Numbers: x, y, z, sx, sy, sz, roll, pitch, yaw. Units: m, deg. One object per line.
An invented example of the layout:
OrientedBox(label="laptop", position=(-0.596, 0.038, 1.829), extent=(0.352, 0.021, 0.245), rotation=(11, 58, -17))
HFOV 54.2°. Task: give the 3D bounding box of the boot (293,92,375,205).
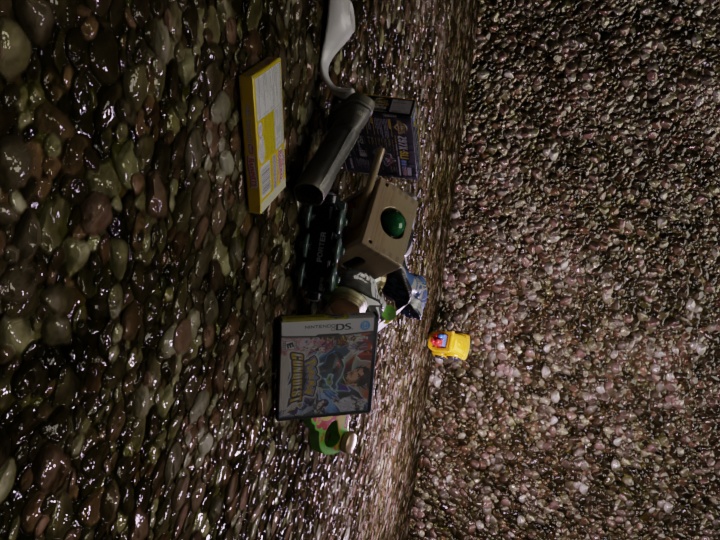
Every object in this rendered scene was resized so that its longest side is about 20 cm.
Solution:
OrientedBox(label="boot", position=(-0.054, -0.202, 1.242), extent=(0.182, 0.072, 0.201), rotation=(147, -34, -74))

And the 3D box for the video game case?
OrientedBox(label="video game case", position=(-0.061, 0.173, 1.270), extent=(0.026, 0.180, 0.201), rotation=(-129, -140, -64))

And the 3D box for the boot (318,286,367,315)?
OrientedBox(label="boot", position=(-0.062, 0.126, 1.315), extent=(0.155, 0.072, 0.200), rotation=(-60, -175, -31))

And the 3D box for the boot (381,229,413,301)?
OrientedBox(label="boot", position=(0.051, -0.008, 1.579), extent=(0.130, 0.067, 0.201), rotation=(-27, 132, -49))

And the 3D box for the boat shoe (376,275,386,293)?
OrientedBox(label="boat shoe", position=(0.000, 0.072, 1.536), extent=(0.200, 0.066, 0.074), rotation=(120, -37, -44))

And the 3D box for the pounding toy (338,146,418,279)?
OrientedBox(label="pounding toy", position=(0.015, -0.100, 1.384), extent=(0.200, 0.142, 0.185), rotation=(-26, -139, 51))

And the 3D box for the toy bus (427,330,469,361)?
OrientedBox(label="toy bus", position=(0.385, 0.341, 3.316), extent=(0.191, 0.199, 0.137), rotation=(22, 74, -40))

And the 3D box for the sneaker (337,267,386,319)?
OrientedBox(label="sneaker", position=(0.001, 0.067, 1.394), extent=(0.200, 0.066, 0.091), rotation=(56, 40, -57))

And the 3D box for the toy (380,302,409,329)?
OrientedBox(label="toy", position=(0.031, 0.118, 1.603), extent=(0.115, 0.047, 0.200), rotation=(-33, 174, -25))

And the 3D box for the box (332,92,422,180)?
OrientedBox(label="box", position=(0.038, -0.265, 1.408), extent=(0.200, 0.159, 0.050), rotation=(74, 28, -59))

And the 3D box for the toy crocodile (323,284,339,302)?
OrientedBox(label="toy crocodile", position=(-0.047, 0.086, 1.495), extent=(0.067, 0.061, 0.201), rotation=(-31, 129, -73))

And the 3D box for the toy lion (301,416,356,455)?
OrientedBox(label="toy lion", position=(-0.068, 0.296, 1.507), extent=(0.191, 0.068, 0.201), rotation=(10, 91, -60))

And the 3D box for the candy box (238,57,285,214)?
OrientedBox(label="candy box", position=(-0.138, -0.193, 1.009), extent=(0.102, 0.026, 0.201), rotation=(-65, 159, -57))

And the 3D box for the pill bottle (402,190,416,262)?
OrientedBox(label="pill bottle", position=(0.078, -0.097, 1.786), extent=(0.113, 0.113, 0.201), rotation=(-47, 144, -67))

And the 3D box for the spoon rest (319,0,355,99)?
OrientedBox(label="spoon rest", position=(-0.041, -0.402, 1.244), extent=(0.099, 0.060, 0.201), rotation=(39, 47, -76))

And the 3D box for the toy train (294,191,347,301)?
OrientedBox(label="toy train", position=(-0.067, -0.045, 1.300), extent=(0.114, 0.085, 0.201), rotation=(-48, 146, -83))

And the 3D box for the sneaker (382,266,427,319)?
OrientedBox(label="sneaker", position=(0.100, 0.032, 1.571), extent=(0.077, 0.075, 0.200), rotation=(-63, 151, -21))
